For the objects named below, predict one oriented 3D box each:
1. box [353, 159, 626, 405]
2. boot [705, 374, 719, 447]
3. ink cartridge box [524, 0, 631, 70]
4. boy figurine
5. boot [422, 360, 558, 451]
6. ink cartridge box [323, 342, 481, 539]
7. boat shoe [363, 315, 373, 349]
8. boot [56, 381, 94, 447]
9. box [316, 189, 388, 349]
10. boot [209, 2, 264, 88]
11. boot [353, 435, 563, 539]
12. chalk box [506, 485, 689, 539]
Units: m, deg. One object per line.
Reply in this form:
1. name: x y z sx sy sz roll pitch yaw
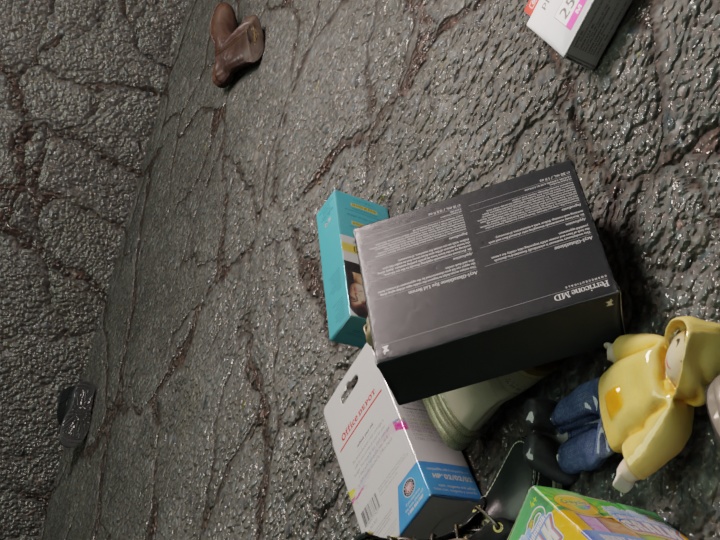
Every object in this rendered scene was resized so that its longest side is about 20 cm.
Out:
1. box: 0.105 0.011 0.841 0.197 0.079 0.143 -17 50 9
2. boot: 0.284 0.094 0.566 0.202 0.072 0.152 -95 29 -50
3. ink cartridge box: 0.223 -0.319 0.967 0.202 0.043 0.174 -63 29 23
4. boy figurine: 0.202 0.099 0.742 0.200 0.064 0.126 -44 29 51
5. boot: 0.109 0.051 0.957 0.155 0.071 0.202 -54 32 41
6. ink cartridge box: 0.036 0.184 1.011 0.116 0.067 0.201 -57 36 30
7. boat shoe: 0.039 0.051 1.031 0.200 0.064 0.073 -56 -16 -82
8. boot: -0.723 0.364 2.495 0.199 0.065 0.167 -21 49 56
9. box: 0.000 0.000 1.195 0.049 0.081 0.202 -51 34 38
10. boot: -0.240 -0.474 1.987 0.199 0.063 0.190 159 110 -64
11. boot: 0.075 0.225 0.825 0.073 0.152 0.207 28 101 64
12. chalk box: 0.163 0.232 0.674 0.200 0.122 0.126 35 106 63
